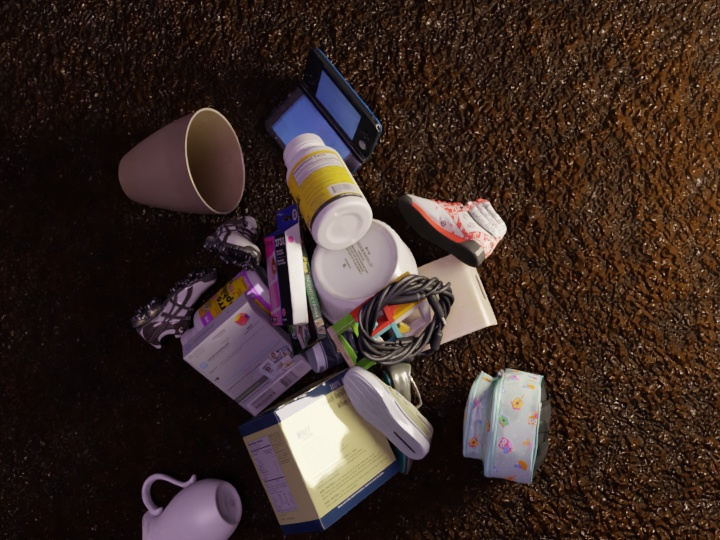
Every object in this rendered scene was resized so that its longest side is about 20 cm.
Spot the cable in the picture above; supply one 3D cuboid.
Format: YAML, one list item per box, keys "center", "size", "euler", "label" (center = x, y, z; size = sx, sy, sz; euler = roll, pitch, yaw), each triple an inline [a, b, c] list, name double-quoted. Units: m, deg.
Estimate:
- center: [0.078, 0.082, 1.078]
  size: [0.051, 0.196, 0.166]
  euler: [49, 119, 44]
  label: "cable"

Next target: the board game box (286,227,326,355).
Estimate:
- center: [-0.114, 0.038, 1.162]
  size: [0.023, 0.104, 0.205]
  euler: [-5, 72, -31]
  label: "board game box"

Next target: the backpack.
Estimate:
- center: [0.249, 0.261, 1.105]
  size: [0.149, 0.200, 0.181]
  euler: [9, 91, 9]
  label: "backpack"

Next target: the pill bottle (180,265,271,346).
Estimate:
- center: [-0.243, 0.087, 1.229]
  size: [0.199, 0.104, 0.105]
  euler: [-41, 84, 6]
  label: "pill bottle"

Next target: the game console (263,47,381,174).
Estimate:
- center: [-0.076, -0.268, 1.206]
  size: [0.118, 0.171, 0.201]
  euler: [-38, 84, -21]
  label: "game console"

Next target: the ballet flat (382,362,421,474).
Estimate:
- center: [0.087, 0.270, 1.197]
  size: [0.062, 0.067, 0.206]
  euler: [-11, 95, -16]
  label: "ballet flat"

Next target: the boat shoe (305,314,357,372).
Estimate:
- center: [-0.078, 0.088, 1.229]
  size: [0.089, 0.071, 0.204]
  euler: [-14, 68, -24]
  label: "boat shoe"

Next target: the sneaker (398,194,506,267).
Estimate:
- center: [0.170, -0.098, 1.194]
  size: [0.200, 0.068, 0.108]
  euler: [38, 67, 26]
  label: "sneaker"

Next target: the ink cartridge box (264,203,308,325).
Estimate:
- center: [-0.131, -0.007, 1.134]
  size: [0.036, 0.094, 0.207]
  euler: [-2, 87, -30]
  label: "ink cartridge box"

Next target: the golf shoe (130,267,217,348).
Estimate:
- center: [-0.346, 0.073, 1.270]
  size: [0.197, 0.078, 0.096]
  euler: [-33, 102, 9]
  label: "golf shoe"

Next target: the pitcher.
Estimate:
- center: [-0.332, 0.453, 1.242]
  size: [0.197, 0.121, 0.175]
  euler: [-28, 70, 18]
  label: "pitcher"

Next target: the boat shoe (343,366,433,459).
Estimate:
- center: [0.049, 0.239, 1.130]
  size: [0.072, 0.062, 0.201]
  euler: [-35, 99, 37]
  label: "boat shoe"

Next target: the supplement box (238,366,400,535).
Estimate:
- center: [-0.071, 0.309, 1.136]
  size: [0.133, 0.198, 0.204]
  euler: [-29, 85, 46]
  label: "supplement box"

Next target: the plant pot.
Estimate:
- center: [-0.348, -0.190, 1.224]
  size: [0.195, 0.186, 0.194]
  euler: [-5, 89, 22]
  label: "plant pot"

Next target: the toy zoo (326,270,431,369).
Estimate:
- center: [0.048, 0.085, 1.112]
  size: [0.198, 0.132, 0.021]
  euler: [-36, 46, -6]
  label: "toy zoo"

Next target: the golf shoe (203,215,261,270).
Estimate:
- center: [-0.221, -0.061, 1.187]
  size: [0.078, 0.198, 0.095]
  euler: [45, 76, -31]
  label: "golf shoe"

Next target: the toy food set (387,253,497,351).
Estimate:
- center: [0.135, 0.066, 1.203]
  size: [0.195, 0.060, 0.147]
  euler: [-22, 75, 6]
  label: "toy food set"

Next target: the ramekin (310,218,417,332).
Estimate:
- center: [0.000, 0.000, 1.162]
  size: [0.196, 0.095, 0.208]
  euler: [-5, 64, 11]
  label: "ramekin"

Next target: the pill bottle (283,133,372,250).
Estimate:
- center: [-0.065, -0.144, 1.134]
  size: [0.110, 0.111, 0.203]
  euler: [-33, 55, 7]
  label: "pill bottle"

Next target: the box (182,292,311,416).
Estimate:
- center: [-0.203, 0.159, 1.197]
  size: [0.155, 0.041, 0.200]
  euler: [-39, 125, 5]
  label: "box"
